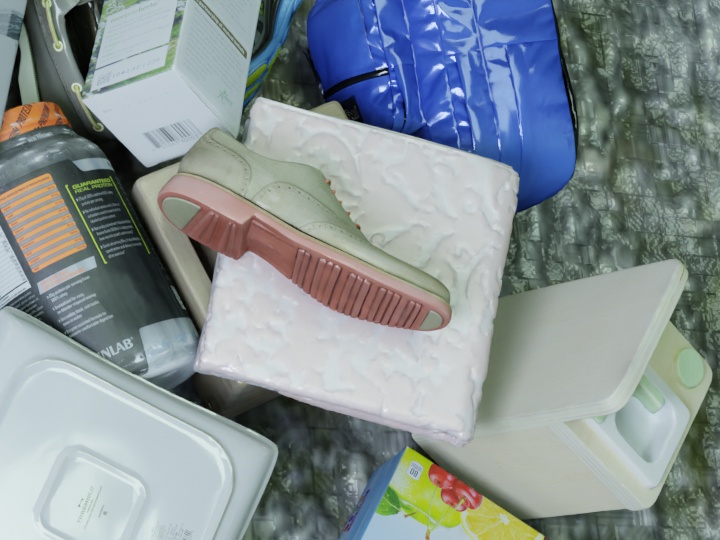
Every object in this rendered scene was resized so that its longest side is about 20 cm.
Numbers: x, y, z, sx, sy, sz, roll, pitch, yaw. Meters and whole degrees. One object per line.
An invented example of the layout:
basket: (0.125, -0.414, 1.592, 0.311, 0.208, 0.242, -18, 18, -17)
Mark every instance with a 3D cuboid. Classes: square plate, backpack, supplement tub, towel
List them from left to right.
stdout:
supplement tub: (-0.196, -0.001, 1.425, 0.122, 0.123, 0.200, -22, 79, -31)
square plate: (-0.163, 0.142, 1.297, 0.198, 0.028, 0.200, 28, 60, -11)
towel: (0.000, 0.000, 1.425, 0.191, 0.032, 0.200, 15, 68, -8)
backpack: (0.059, -0.131, 1.589, 0.168, 0.162, 0.200, -15, 88, -21)

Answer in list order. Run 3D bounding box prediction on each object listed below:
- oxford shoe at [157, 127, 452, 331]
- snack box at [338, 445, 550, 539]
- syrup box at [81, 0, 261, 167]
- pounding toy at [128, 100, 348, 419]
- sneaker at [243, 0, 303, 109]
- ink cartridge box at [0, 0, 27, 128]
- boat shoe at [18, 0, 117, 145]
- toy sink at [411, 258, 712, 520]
oxford shoe: (-0.025, -0.028, 1.375, 0.200, 0.071, 0.074, 28, 63, -3)
snack box: (0.068, 0.246, 1.475, 0.200, 0.068, 0.169, 34, 59, -7)
syrup box: (-0.122, -0.178, 1.489, 0.081, 0.079, 0.200, 47, 38, -41)
pounding toy: (-0.038, 0.005, 1.508, 0.200, 0.142, 0.184, -23, 79, -21)
sneaker: (-0.093, -0.184, 1.592, 0.083, 0.071, 0.200, 25, 54, -6)
ink cartridge box: (-0.284, -0.158, 1.342, 0.147, 0.083, 0.200, 24, 75, -58)
boat shoe: (-0.205, -0.181, 1.481, 0.072, 0.060, 0.202, -51, 135, -65)
toy sink: (0.158, 0.088, 1.499, 0.112, 0.200, 0.130, 46, 54, -23)
